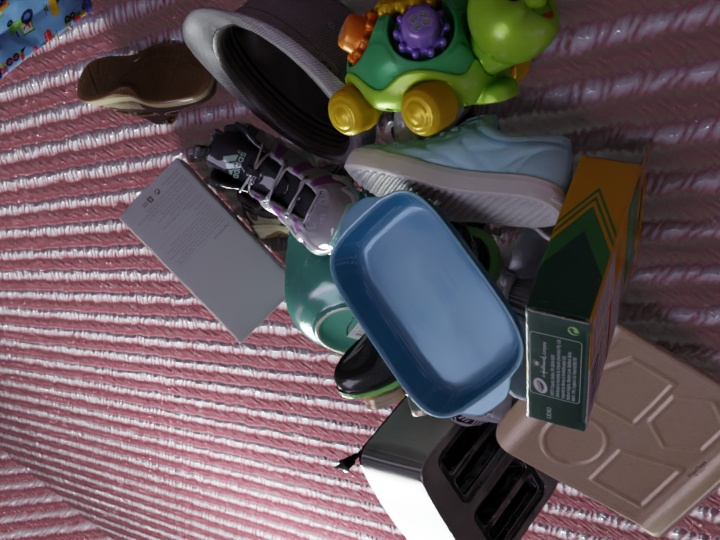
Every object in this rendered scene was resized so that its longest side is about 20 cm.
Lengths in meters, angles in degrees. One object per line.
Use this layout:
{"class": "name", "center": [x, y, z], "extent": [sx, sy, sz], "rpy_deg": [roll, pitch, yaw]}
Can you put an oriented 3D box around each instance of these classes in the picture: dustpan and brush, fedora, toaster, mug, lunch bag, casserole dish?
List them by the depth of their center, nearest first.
{"class": "casserole dish", "center": [0.058, 0.025, 0.851], "extent": [0.121, 0.039, 0.201], "rpy_deg": [-41, 79, 30]}
{"class": "dustpan and brush", "center": [0.141, 0.016, 0.920], "extent": [0.056, 0.200, 0.142], "rpy_deg": [11, 105, 10]}
{"class": "fedora", "center": [-0.052, -0.191, 0.921], "extent": [0.199, 0.091, 0.177], "rpy_deg": [38, 162, -9]}
{"class": "mug", "center": [-0.008, 0.005, 1.028], "extent": [0.150, 0.116, 0.186], "rpy_deg": [-13, 143, 18]}
{"class": "lunch bag", "center": [-0.425, -0.320, 1.134], "extent": [0.198, 0.151, 0.095], "rpy_deg": [29, 146, 20]}
{"class": "toaster", "center": [0.106, 0.219, 1.149], "extent": [0.118, 0.200, 0.182], "rpy_deg": [0, 129, 53]}

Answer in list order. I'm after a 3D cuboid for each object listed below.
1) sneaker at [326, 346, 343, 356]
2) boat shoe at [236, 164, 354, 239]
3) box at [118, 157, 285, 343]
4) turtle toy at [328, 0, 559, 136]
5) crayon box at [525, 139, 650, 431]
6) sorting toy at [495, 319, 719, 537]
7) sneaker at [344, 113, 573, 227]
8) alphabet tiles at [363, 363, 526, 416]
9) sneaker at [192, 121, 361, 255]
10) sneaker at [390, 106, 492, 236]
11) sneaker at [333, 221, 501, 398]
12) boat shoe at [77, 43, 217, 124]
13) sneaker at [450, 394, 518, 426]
{"class": "sneaker", "center": [0.028, 0.057, 1.176], "extent": [0.198, 0.067, 0.091], "rpy_deg": [14, 128, 41]}
{"class": "boat shoe", "center": [-0.079, -0.081, 1.113], "extent": [0.065, 0.074, 0.199], "rpy_deg": [47, 149, -17]}
{"class": "box", "center": [-0.177, -0.026, 1.221], "extent": [0.200, 0.097, 0.124], "rpy_deg": [46, 178, -7]}
{"class": "turtle toy", "center": [0.065, -0.174, 0.791], "extent": [0.198, 0.145, 0.102], "rpy_deg": [6, 120, 41]}
{"class": "crayon box", "center": [0.178, 0.005, 0.804], "extent": [0.051, 0.201, 0.127], "rpy_deg": [12, 139, 21]}
{"class": "sorting toy", "center": [0.255, 0.146, 0.974], "extent": [0.198, 0.037, 0.186], "rpy_deg": [32, 123, -5]}
{"class": "sneaker", "center": [0.084, -0.090, 0.860], "extent": [0.197, 0.083, 0.074], "rpy_deg": [12, 158, 24]}
{"class": "alphabet tiles", "center": [0.093, 0.080, 0.993], "extent": [0.196, 0.197, 0.015], "rpy_deg": [-101, -10, -75]}
{"class": "sneaker", "center": [-0.090, -0.085, 0.959], "extent": [0.139, 0.079, 0.200], "rpy_deg": [22, -171, -32]}
{"class": "sneaker", "center": [0.091, -0.075, 0.935], "extent": [0.078, 0.074, 0.202], "rpy_deg": [7, 134, 35]}
{"class": "sneaker", "center": [0.038, 0.031, 0.935], "extent": [0.083, 0.200, 0.077], "rpy_deg": [34, -167, -30]}
{"class": "boat shoe", "center": [-0.228, -0.202, 1.154], "extent": [0.198, 0.073, 0.072], "rpy_deg": [1, 162, 34]}
{"class": "sneaker", "center": [0.168, 0.126, 1.045], "extent": [0.199, 0.076, 0.114], "rpy_deg": [27, 153, -36]}
